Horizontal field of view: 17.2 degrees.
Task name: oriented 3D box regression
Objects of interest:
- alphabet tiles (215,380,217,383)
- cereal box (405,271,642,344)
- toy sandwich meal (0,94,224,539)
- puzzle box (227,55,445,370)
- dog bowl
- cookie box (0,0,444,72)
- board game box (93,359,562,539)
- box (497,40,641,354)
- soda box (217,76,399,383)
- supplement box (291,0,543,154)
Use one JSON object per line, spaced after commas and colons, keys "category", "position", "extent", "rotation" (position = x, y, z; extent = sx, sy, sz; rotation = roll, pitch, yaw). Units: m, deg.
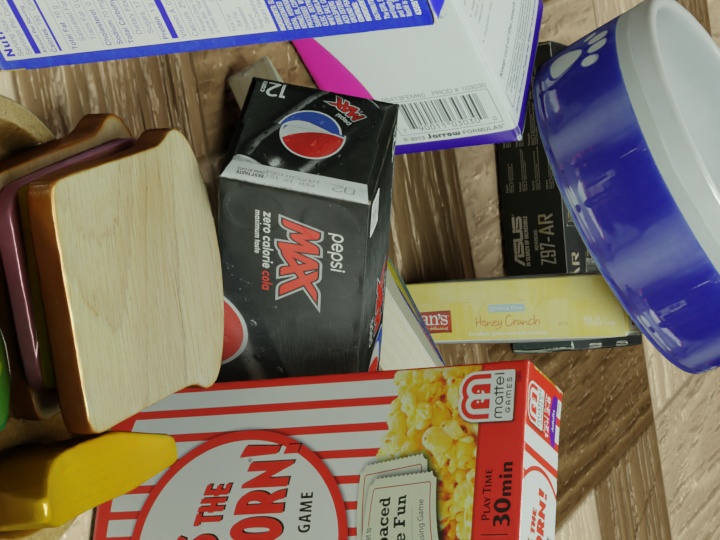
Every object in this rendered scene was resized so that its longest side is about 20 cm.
{"category": "alphabet tiles", "position": [-0.049, 0.096, 1.170], "extent": [0.166, 0.006, 0.202], "rotation": [-37, 120, -64]}
{"category": "cereal box", "position": [0.119, 0.022, 1.407], "extent": [0.200, 0.143, 0.040], "rotation": [-2, 89, -66]}
{"category": "toy sandwich meal", "position": [-0.122, 0.020, 0.934], "extent": [0.205, 0.070, 0.207], "rotation": [-5, 90, -67]}
{"category": "puzzle box", "position": [0.000, 0.000, 1.202], "extent": [0.200, 0.025, 0.133], "rotation": [58, 4, -46]}
{"category": "dog bowl", "position": [0.179, -0.047, 1.320], "extent": [0.200, 0.078, 0.201], "rotation": [48, 26, -32]}
{"category": "cookie box", "position": [-0.051, -0.168, 0.976], "extent": [0.172, 0.199, 0.076], "rotation": [-70, 148, -43]}
{"category": "board game box", "position": [-0.018, 0.122, 0.994], "extent": [0.046, 0.199, 0.153], "rotation": [41, 48, -57]}
{"category": "box", "position": [0.141, -0.046, 1.594], "extent": [0.160, 0.043, 0.202], "rotation": [-1, 86, -67]}
{"category": "soda box", "position": [-0.026, 0.011, 1.062], "extent": [0.201, 0.070, 0.064], "rotation": [94, 9, -47]}
{"category": "supplement box", "position": [0.015, -0.164, 1.252], "extent": [0.200, 0.100, 0.104], "rotation": [58, 35, -47]}
